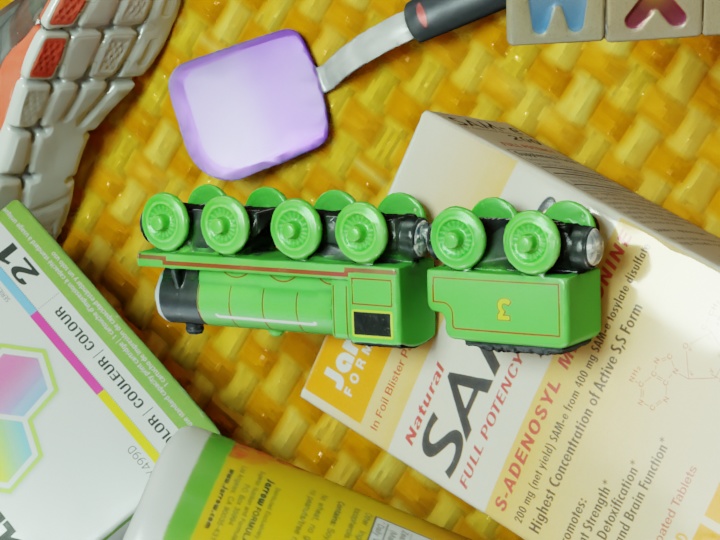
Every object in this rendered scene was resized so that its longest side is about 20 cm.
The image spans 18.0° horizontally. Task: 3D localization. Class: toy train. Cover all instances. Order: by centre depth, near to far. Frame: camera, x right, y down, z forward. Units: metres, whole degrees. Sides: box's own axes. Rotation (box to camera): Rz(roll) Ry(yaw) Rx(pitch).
[{"bbox_3d":[0.000,0.000,0.841,0.199,0.042,0.057,3,100,32],"label":"toy train"}]

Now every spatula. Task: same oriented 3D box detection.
[{"bbox_3d":[0.010,-0.093,0.928,0.199,0.021,0.057,-23,77,27],"label":"spatula"}]

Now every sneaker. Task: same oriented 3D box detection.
[{"bbox_3d":[-0.149,-0.092,0.989,0.082,0.077,0.201,39,107,30],"label":"sneaker"}]

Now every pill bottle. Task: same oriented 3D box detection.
[{"bbox_3d":[0.003,0.145,0.849,0.199,0.111,0.112,23,101,1],"label":"pill bottle"}]

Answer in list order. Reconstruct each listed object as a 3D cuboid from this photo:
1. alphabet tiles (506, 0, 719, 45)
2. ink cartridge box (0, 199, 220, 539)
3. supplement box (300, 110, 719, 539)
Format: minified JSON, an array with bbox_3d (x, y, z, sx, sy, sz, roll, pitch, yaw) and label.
[{"bbox_3d":[0.145,-0.157,0.740,0.198,0.008,0.168,-3,116,-2],"label":"alphabet tiles"},{"bbox_3d":[-0.170,0.095,0.945,0.200,0.076,0.148,-40,68,-11],"label":"ink cartridge box"},{"bbox_3d":[0.091,0.039,0.850,0.199,0.073,0.127,30,103,27],"label":"supplement box"}]
